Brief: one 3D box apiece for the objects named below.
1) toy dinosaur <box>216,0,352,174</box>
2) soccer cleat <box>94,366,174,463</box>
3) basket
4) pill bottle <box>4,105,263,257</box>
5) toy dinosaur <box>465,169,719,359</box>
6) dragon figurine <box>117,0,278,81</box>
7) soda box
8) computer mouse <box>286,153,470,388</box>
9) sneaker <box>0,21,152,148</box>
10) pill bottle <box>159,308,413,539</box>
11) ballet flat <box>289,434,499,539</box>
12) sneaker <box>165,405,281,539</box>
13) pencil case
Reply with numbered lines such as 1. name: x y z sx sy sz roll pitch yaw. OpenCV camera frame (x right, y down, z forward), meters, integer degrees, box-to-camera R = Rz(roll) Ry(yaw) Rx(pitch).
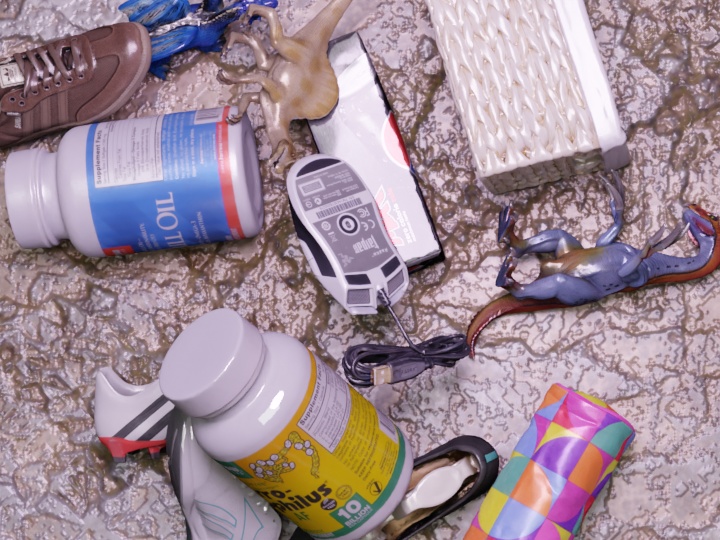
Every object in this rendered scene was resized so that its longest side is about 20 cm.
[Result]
1. toy dinosaur: -0.058 -0.171 1.662 0.101 0.058 0.200 27 72 -13
2. soccer cleat: -0.125 0.105 1.686 0.200 0.069 0.085 -8 98 10
3. basket: 0.133 -0.170 1.662 0.123 0.136 0.200 -16 83 8
4. pill bottle: -0.187 -0.070 1.692 0.200 0.112 0.113 -8 83 6
5. toy dinosaur: 0.201 -0.009 1.682 0.181 0.200 0.105 12 46 -14
6. dragon figurine: -0.164 -0.201 1.709 0.200 0.099 0.059 -19 82 3
7. soda box: 0.005 -0.092 1.699 0.071 0.063 0.200 -22 83 3
8. computer mouse: 0.000 0.000 1.629 0.110 0.044 0.200 -19 75 -29
9. sneaker: -0.263 -0.151 1.688 0.200 0.075 0.071 -25 70 29
10. pill bottle: -0.059 0.118 1.583 0.113 0.113 0.200 -47 124 -1
11. ballet flat: 0.021 0.193 1.662 0.200 0.068 0.068 -33 86 2
12. sneaker: -0.110 0.188 1.655 0.080 0.070 0.201 -14 117 -8
13. pencil case: 0.142 0.191 1.646 0.088 0.088 0.200 31 88 8
